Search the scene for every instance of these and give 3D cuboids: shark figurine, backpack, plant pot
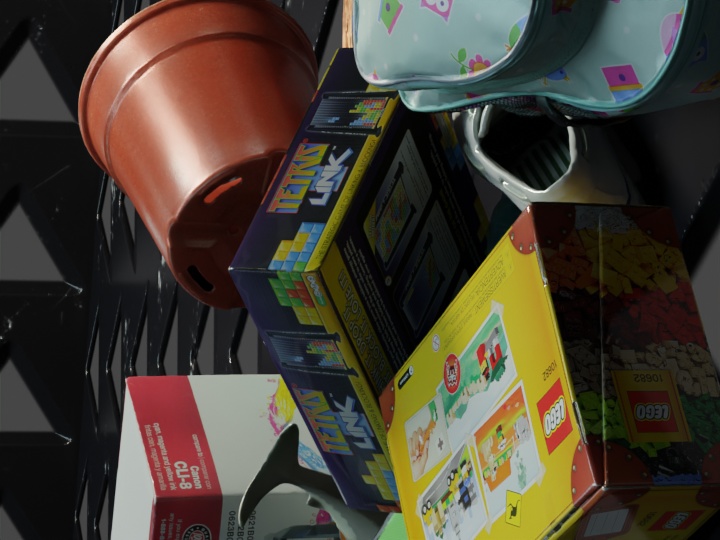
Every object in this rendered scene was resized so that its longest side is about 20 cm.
[{"bbox_3d":[0.025,0.163,1.575,0.089,0.215,0.128,-35,9,28],"label":"shark figurine"},{"bbox_3d":[0.092,-0.149,1.103,0.200,0.153,0.176,4,96,43],"label":"backpack"},{"bbox_3d":[-0.101,-0.084,1.996,0.195,0.201,0.201,-117,29,-49],"label":"plant pot"}]

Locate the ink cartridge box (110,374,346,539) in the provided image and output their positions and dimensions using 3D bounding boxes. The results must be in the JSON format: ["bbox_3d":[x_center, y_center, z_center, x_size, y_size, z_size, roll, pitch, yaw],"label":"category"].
[{"bbox_3d":[-0.055,0.165,1.706,0.145,0.200,0.145,-113,26,-56],"label":"ink cartridge box"}]

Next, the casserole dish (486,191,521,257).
[{"bbox_3d":[0.099,0.049,1.384,0.121,0.039,0.200,170,100,-77],"label":"casserole dish"}]

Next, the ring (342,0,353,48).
[{"bbox_3d":[0.015,-0.185,1.831,0.200,0.019,0.201,180,90,-78],"label":"ring"}]

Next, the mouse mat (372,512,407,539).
[{"bbox_3d":[0.045,0.215,1.410,0.161,0.008,0.200,-59,38,10],"label":"mouse mat"}]

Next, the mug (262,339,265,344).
[{"bbox_3d":[-0.002,-0.003,1.670,0.152,0.114,0.185,-103,19,-49],"label":"mug"}]

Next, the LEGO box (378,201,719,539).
[{"bbox_3d":[0.090,0.080,1.232,0.200,0.077,0.149,126,139,-53],"label":"LEGO box"}]

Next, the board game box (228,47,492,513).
[{"bbox_3d":[0.012,0.007,1.387,0.165,0.057,0.200,-64,-35,-36],"label":"board game box"}]

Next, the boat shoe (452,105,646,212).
[{"bbox_3d":[0.090,-0.074,1.324,0.067,0.074,0.200,48,-178,-33],"label":"boat shoe"}]

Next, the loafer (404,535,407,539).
[{"bbox_3d":[0.064,0.200,1.457,0.076,0.068,0.200,-1,71,48],"label":"loafer"}]
